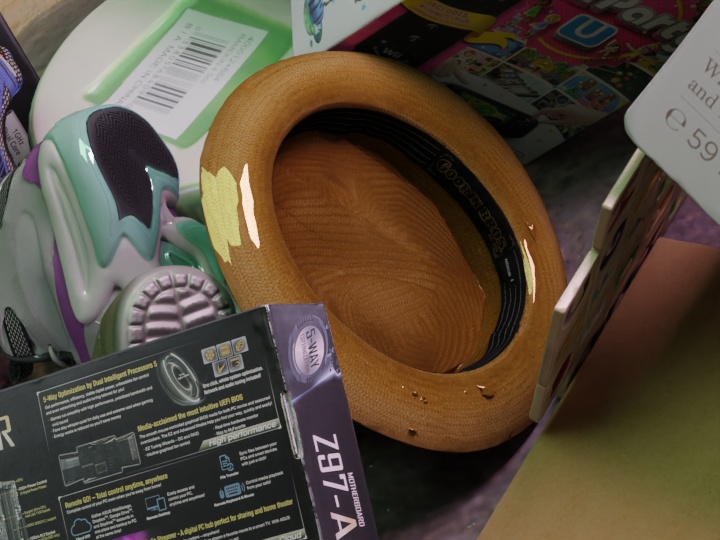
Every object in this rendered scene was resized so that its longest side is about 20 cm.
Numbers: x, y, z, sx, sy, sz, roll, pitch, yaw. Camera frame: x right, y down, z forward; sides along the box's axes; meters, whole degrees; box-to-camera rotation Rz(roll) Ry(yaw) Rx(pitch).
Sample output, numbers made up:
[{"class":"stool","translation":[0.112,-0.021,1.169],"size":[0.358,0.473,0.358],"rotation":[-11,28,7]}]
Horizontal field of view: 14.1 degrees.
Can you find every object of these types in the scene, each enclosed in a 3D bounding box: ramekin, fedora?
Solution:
[{"class":"ramekin","translation":[-0.067,-0.068,1.436],"size":[0.199,0.098,0.201],"rotation":[-14,44,15]},{"class":"fedora","translation":[0.000,0.000,1.306],"size":[0.082,0.200,0.201],"rotation":[-34,28,47]}]

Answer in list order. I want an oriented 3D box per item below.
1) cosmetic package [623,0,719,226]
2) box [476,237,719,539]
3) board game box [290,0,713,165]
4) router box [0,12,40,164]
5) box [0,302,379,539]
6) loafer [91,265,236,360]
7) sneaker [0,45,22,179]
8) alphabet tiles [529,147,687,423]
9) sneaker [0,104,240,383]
[{"class":"cosmetic package","translation":[0.247,-0.083,1.144],"size":[0.167,0.166,0.200],"rotation":[46,119,17]},{"class":"box","translation":[0.154,0.076,1.240],"size":[0.163,0.021,0.200],"rotation":[12,56,35]},{"class":"board game box","translation":[0.085,-0.134,1.324],"size":[0.200,0.147,0.065],"rotation":[-31,51,42]},{"class":"router box","translation":[-0.257,-0.106,1.496],"size":[0.149,0.200,0.051],"rotation":[-35,40,-8]},{"class":"box","translation":[-0.088,0.115,1.181],"size":[0.199,0.043,0.161],"rotation":[-19,80,30]},{"class":"loafer","translation":[-0.083,0.098,1.258],"size":[0.075,0.201,0.070],"rotation":[0,1,-24]},{"class":"sneaker","translation":[-0.190,-0.020,1.400],"size":[0.078,0.201,0.075],"rotation":[-15,29,-33]},{"class":"alphabet tiles","translation":[0.127,-0.032,1.265],"size":[0.006,0.167,0.200],"rotation":[28,62,11]},{"class":"sneaker","translation":[-0.113,0.035,1.350],"size":[0.140,0.201,0.078],"rotation":[-30,-3,37]}]
